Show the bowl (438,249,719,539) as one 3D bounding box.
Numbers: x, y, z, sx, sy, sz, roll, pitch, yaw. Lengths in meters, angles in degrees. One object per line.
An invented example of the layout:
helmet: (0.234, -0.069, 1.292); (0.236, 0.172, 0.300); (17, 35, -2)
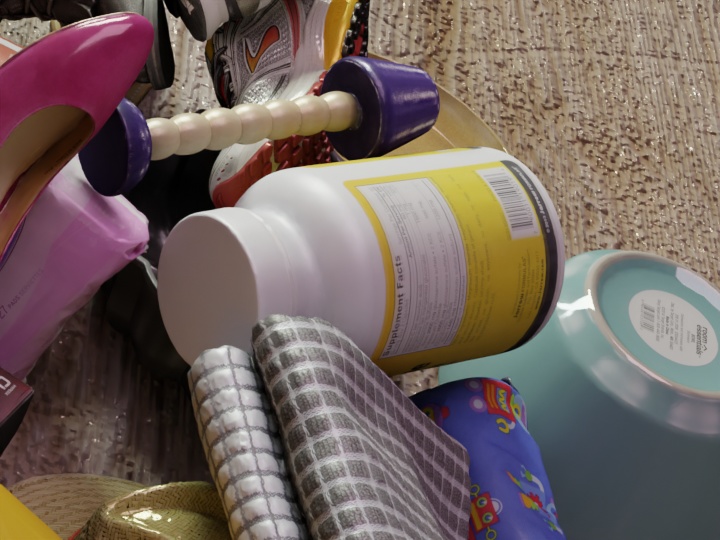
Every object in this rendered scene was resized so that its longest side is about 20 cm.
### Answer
bowl: (0.156, 0.064, 1.414); (0.201, 0.105, 0.201); (18, 39, -16)

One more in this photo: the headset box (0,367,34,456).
headset box: (-0.261, 0.071, 1.137); (0.200, 0.077, 0.149); (34, 37, 2)

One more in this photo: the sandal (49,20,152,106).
sandal: (-0.147, -0.142, 1.466); (0.078, 0.070, 0.212); (24, 37, -10)

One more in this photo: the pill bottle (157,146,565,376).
pill bottle: (0.000, 0.000, 1.245); (0.200, 0.112, 0.112); (-9, 52, -41)

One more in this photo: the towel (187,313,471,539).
towel: (0.006, 0.129, 1.168); (0.200, 0.086, 0.166); (47, 17, -54)

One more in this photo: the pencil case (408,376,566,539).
pencil case: (0.078, 0.147, 1.287); (0.087, 0.078, 0.200); (34, 26, -46)

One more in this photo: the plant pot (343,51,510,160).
plant pot: (0.010, -0.065, 1.525); (0.200, 0.027, 0.200); (19, 38, -15)

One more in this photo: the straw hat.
straw hat: (-0.090, 0.144, 1.164); (0.201, 0.085, 0.201); (19, 39, -16)

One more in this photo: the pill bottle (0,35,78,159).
pill bottle: (-0.238, -0.086, 1.304); (0.200, 0.112, 0.112); (26, 37, -7)

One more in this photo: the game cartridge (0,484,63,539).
game cartridge: (-0.099, 0.170, 1.015); (0.200, 0.032, 0.176); (45, -1, -20)

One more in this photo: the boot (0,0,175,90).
boot: (-0.206, -0.152, 1.405); (0.174, 0.069, 0.200); (-19, 49, -9)

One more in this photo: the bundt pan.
bundt pan: (-0.059, 0.007, 1.351); (0.202, 0.076, 0.202); (20, 38, -16)

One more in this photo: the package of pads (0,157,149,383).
package of pads: (-0.213, -0.039, 1.220); (0.200, 0.121, 0.076); (40, 10, -10)

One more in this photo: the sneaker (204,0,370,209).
sneaker: (-0.052, -0.094, 1.365); (0.082, 0.078, 0.200); (9, 38, 9)

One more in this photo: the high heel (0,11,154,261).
high heel: (-0.157, -0.031, 1.128); (0.200, 0.067, 0.096); (-39, 59, -7)

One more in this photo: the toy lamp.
toy lamp: (-0.047, -0.075, 1.246); (0.200, 0.058, 0.058); (-10, 53, -35)

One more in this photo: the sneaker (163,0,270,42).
sneaker: (-0.064, -0.194, 1.404); (0.115, 0.076, 0.201); (-23, 27, -6)
